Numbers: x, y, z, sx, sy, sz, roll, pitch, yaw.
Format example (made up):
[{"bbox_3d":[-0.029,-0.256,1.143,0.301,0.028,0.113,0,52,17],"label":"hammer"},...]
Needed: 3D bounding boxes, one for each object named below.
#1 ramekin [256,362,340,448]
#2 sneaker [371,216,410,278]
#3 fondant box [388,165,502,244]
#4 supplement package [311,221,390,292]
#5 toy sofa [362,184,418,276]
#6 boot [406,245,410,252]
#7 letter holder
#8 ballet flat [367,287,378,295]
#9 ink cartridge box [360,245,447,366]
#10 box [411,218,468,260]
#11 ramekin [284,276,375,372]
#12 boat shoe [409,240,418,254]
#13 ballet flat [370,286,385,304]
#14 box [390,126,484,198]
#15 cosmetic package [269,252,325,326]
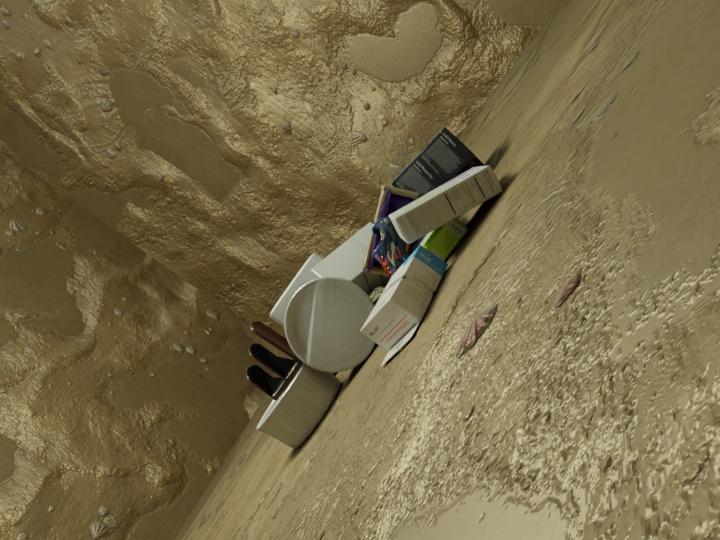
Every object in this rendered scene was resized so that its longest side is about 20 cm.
[{"bbox_3d":[-0.131,0.290,1.522,0.201,0.098,0.200,-54,2,3],"label":"ramekin"},{"bbox_3d":[0.066,-0.023,1.480,0.075,0.078,0.200,99,164,-68],"label":"sneaker"},{"bbox_3d":[0.157,-0.127,1.327,0.200,0.058,0.144,-28,8,1],"label":"fondant box"},{"bbox_3d":[0.000,0.000,1.718,0.200,0.117,0.117,-39,-40,-15],"label":"supplement package"},{"bbox_3d":[0.066,-0.088,1.565,0.098,0.083,0.200,-99,22,-78],"label":"toy sofa"},{"bbox_3d":[0.089,-0.022,1.966,0.200,0.075,0.107,-54,-12,31],"label":"boot"},{"bbox_3d":[-0.211,0.193,1.550,0.101,0.142,0.200,-54,3,-2],"label":"letter holder"},{"bbox_3d":[-0.004,0.129,1.669,0.200,0.068,0.067,-54,-6,-17],"label":"ballet flat"},{"bbox_3d":[0.072,0.061,1.228,0.116,0.068,0.200,-52,5,44],"label":"ink cartridge box"},{"bbox_3d":[0.158,-0.060,1.421,0.122,0.048,0.200,-53,3,10],"label":"box"},{"bbox_3d":[-0.053,0.111,1.475,0.203,0.202,0.094,-54,-9,9],"label":"ramekin"},{"bbox_3d":[0.142,-0.078,1.607,0.200,0.073,0.074,-54,3,3],"label":"boat shoe"},{"bbox_3d":[0.016,0.116,1.571,0.200,0.068,0.075,-53,18,-18],"label":"ballet flat"},{"bbox_3d":[0.191,-0.233,1.678,0.182,0.104,0.200,-47,-10,14],"label":"box"},{"bbox_3d":[-0.143,0.074,1.881,0.200,0.123,0.200,-55,5,-9],"label":"cosmetic package"}]
